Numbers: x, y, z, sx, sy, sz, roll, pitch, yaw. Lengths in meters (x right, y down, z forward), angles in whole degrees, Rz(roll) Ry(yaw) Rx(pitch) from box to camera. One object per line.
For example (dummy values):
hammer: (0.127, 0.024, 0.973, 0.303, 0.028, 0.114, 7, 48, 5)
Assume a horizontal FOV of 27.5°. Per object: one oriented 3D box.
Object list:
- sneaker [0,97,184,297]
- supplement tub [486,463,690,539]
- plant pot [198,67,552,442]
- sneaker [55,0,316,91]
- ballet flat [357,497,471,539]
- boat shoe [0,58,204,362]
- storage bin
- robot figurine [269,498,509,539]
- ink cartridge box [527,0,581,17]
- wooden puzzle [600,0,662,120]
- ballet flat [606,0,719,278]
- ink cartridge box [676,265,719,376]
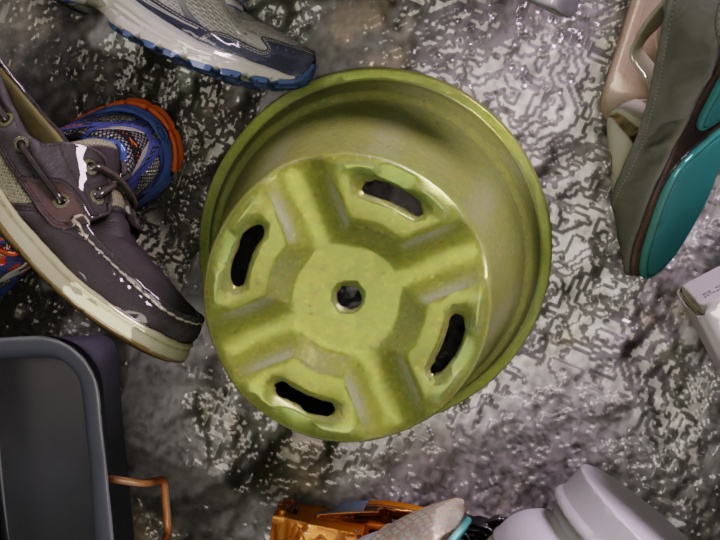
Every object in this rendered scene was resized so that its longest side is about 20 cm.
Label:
sneaker: (-0.193, -0.032, 0.800, 0.199, 0.078, 0.076, -34, 93, 8)
supplement tub: (0.090, 0.210, 0.717, 0.145, 0.145, 0.200, 39, 98, -2)
plant pot: (0.000, 0.000, 0.736, 0.199, 0.184, 0.202, 1, 98, 5)
sneaker: (-0.107, -0.162, 0.779, 0.199, 0.077, 0.086, 27, 95, 0)
ballet flat: (-0.019, 0.190, 0.767, 0.062, 0.067, 0.201, 35, 99, 10)
boat shoe: (-0.145, -0.039, 0.718, 0.201, 0.072, 0.066, 42, 94, 16)
storage bin: (-0.169, 0.123, 0.792, 0.144, 0.134, 0.202, -4, 98, 5)
robot figurine: (0.042, 0.195, 0.823, 0.198, 0.058, 0.146, 11, 99, 4)
ink cartridge box: (0.046, -0.233, 0.676, 0.199, 0.057, 0.163, 31, 100, 17)
wooden puzzle: (0.240, -0.148, 0.766, 0.184, 0.046, 0.201, 17, 99, 2)
ballet flat: (0.159, -0.082, 0.747, 0.064, 0.067, 0.201, 41, 143, 24)
ink cartridge box: (0.257, 0.066, 0.672, 0.145, 0.084, 0.201, -28, 95, 8)
